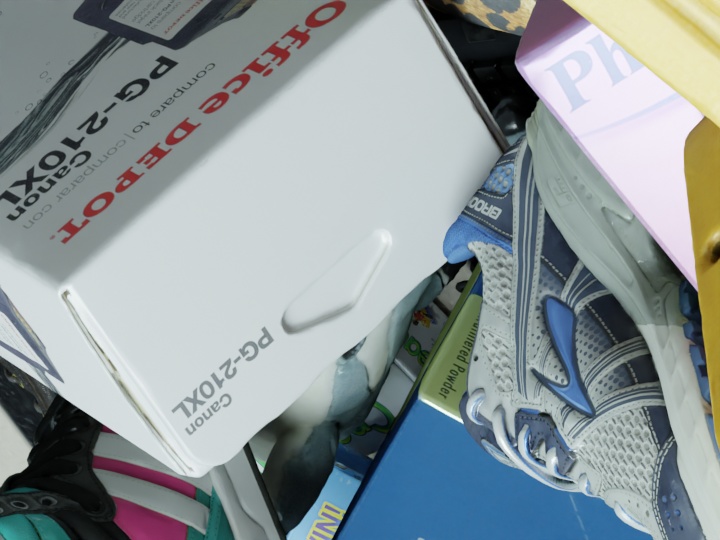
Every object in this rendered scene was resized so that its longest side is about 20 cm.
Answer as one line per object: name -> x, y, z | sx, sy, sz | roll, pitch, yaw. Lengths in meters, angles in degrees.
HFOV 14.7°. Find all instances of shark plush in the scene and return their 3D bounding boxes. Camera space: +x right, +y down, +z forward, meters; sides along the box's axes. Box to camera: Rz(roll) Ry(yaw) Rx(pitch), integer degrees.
shark plush -> 0.000, 0.000, 0.969 | 0.091, 0.083, 0.200 | 48, 131, 29

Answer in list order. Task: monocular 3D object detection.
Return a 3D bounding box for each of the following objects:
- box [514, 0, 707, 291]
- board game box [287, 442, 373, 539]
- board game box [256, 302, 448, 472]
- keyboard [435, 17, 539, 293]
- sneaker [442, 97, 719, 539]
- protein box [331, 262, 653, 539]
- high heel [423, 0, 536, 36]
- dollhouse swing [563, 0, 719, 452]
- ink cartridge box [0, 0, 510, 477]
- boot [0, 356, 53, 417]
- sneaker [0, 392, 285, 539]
box -> 0.174, -0.043, 0.723 | 0.176, 0.097, 0.200 | -31, 107, 30
board game box -> 0.032, 0.197, 1.067 | 0.196, 0.200, 0.056 | 26, -174, -1
board game box -> -0.052, 0.030, 1.113 | 0.126, 0.035, 0.200 | 45, 145, -10
keyboard -> 0.065, -0.033, 0.952 | 0.200, 0.021, 0.127 | -2, 128, 44
sneaker -> 0.076, 0.038, 0.776 | 0.085, 0.200, 0.077 | -41, 132, 23
protein box -> 0.103, 0.091, 0.927 | 0.200, 0.135, 0.199 | 28, 142, 1
high heel -> 0.113, -0.048, 0.841 | 0.200, 0.071, 0.143 | 0, 124, 31
dollhouse swing -> 0.119, -0.063, 0.579 | 0.176, 0.182, 0.200 | 30, 126, -22
ink cartridge box -> -0.068, -0.036, 0.892 | 0.200, 0.145, 0.084 | 26, 154, 53
boot -> -0.132, 0.025, 1.099 | 0.174, 0.069, 0.200 | 26, 132, 20
sneaker -> -0.104, 0.077, 0.923 | 0.200, 0.121, 0.084 | 63, 144, 35
